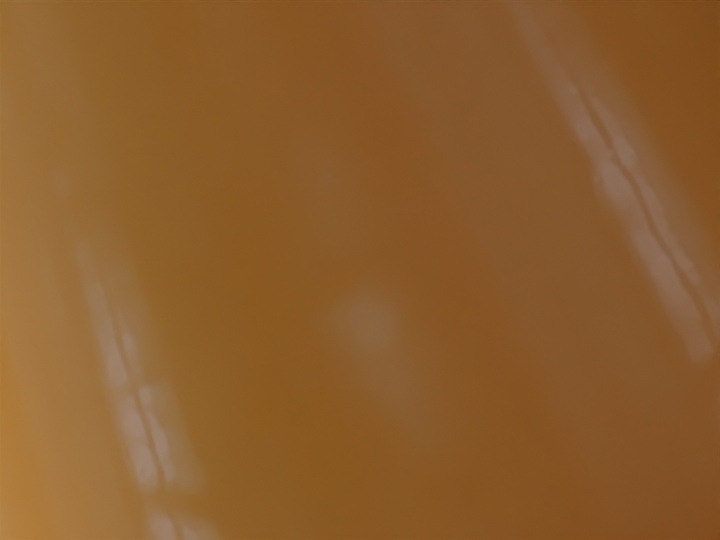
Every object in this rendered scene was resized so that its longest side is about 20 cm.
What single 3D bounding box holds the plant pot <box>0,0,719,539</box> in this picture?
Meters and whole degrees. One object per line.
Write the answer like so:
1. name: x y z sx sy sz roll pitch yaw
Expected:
1. plant pot: 0.016 0.014 0.389 0.200 0.200 0.184 102 145 -82
